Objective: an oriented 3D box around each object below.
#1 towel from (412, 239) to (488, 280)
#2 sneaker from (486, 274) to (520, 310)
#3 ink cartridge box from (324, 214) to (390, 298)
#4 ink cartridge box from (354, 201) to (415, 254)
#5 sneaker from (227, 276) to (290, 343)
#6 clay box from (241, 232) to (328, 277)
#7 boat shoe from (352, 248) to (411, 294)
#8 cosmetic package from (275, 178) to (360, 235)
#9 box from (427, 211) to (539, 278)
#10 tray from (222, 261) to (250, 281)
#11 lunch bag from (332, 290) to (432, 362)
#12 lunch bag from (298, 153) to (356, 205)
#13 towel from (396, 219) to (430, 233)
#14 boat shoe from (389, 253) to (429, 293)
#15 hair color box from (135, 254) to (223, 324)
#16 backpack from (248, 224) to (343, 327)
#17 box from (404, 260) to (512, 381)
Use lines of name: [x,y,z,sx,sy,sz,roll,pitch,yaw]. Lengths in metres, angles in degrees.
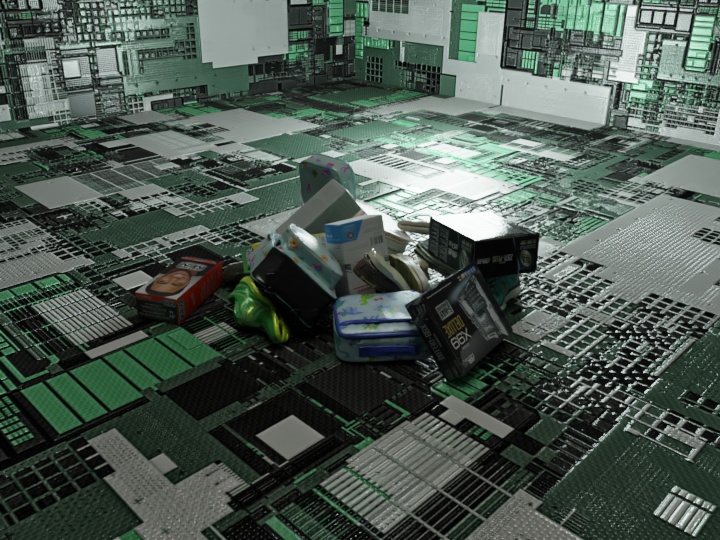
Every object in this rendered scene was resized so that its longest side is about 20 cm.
towel: [0.244,-0.023,1.626,0.198,0.049,0.171,-3,26,-36]
sneaker: [0.292,0.032,1.495,0.077,0.081,0.199,15,29,29]
ink cartridge box: [0.000,-0.009,1.463,0.115,0.203,0.066,-15,12,-33]
ink cartridge box: [0.048,-0.094,1.725,0.116,0.068,0.200,21,15,-26]
sneaker: [-0.206,0.093,1.381,0.083,0.074,0.200,-40,44,-7]
clay box: [-0.166,-0.012,1.526,0.197,0.117,0.047,-10,3,-22]
boat shoe: [0.053,0.028,1.418,0.059,0.200,0.072,-35,50,10]
cosmetic package: [-0.106,-0.125,1.710,0.200,0.071,0.101,-41,34,-2]
box: [0.263,-0.058,1.493,0.162,0.087,0.200,-6,21,-22]
tray: [-0.216,-0.006,1.584,0.197,0.022,0.107,-11,-12,-23]
lunch bag: [0.046,0.109,1.325,0.197,0.084,0.161,-2,28,-3]
lunch bag: [-0.082,-0.208,1.864,0.159,0.202,0.077,17,40,32]
towel: [0.201,-0.102,1.693,0.198,0.035,0.132,8,1,31]
boat shoe: [0.122,0.003,1.555,0.067,0.076,0.200,-8,23,-14]
hair color box: [-0.386,0.037,1.485,0.100,0.062,0.200,8,27,13]
backpack: [-0.136,-0.002,1.398,0.175,0.154,0.200,39,-3,-21]
box: [0.188,0.090,1.285,0.050,0.159,0.199,-31,-3,43]
